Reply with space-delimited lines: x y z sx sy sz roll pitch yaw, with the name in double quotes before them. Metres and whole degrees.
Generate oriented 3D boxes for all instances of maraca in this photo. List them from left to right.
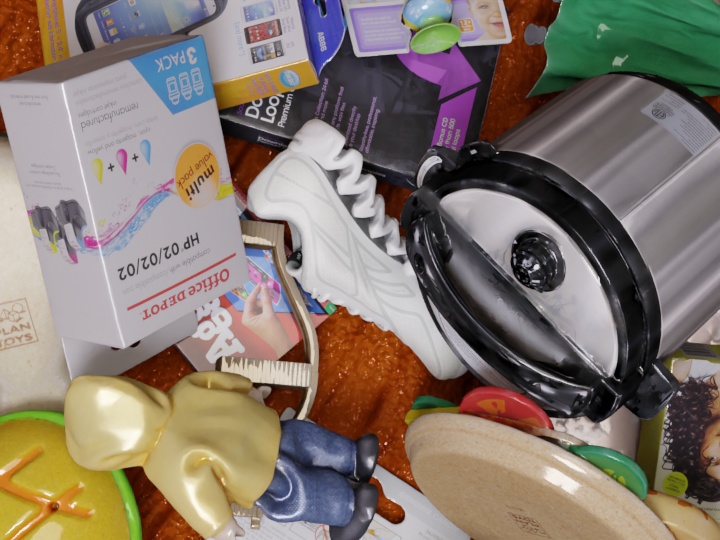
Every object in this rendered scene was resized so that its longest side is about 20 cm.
"maraca" -0.198 0.188 0.871 0.136 0.107 0.202 -11 87 14

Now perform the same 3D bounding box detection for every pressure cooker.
"pressure cooker" 0.128 -0.012 0.856 0.199 0.175 0.180 -36 121 -35

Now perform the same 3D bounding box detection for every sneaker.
"sneaker" 0.000 0.000 0.925 0.081 0.075 0.201 -40 107 -11

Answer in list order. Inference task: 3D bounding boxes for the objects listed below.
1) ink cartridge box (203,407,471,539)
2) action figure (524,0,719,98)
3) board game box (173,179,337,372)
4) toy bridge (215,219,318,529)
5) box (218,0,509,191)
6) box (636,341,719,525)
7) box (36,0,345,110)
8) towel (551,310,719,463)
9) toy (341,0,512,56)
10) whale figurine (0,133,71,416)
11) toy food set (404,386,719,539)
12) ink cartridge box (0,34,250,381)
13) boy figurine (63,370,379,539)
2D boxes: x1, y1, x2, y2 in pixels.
"ink cartridge box" -0.038 0.219 0.934 0.161 0.050 0.201 33 62 -3
"action figure" 0.215 -0.167 0.988 0.198 0.055 0.119 7 119 -24
"board game box" -0.117 -0.018 0.954 0.103 0.019 0.200 -40 90 -10
"toy bridge" -0.062 0.069 0.925 0.066 0.027 0.202 6 79 -14
"box" -0.007 -0.142 0.969 0.198 0.036 0.144 15 74 -4
"box" 0.220 0.151 0.933 0.074 0.050 0.202 4 102 -5
"box" -0.113 -0.164 0.924 0.198 0.042 0.120 -15 70 8
"towel" 0.213 0.052 0.985 0.189 0.032 0.202 10 81 -6
"toy" 0.033 -0.248 0.965 0.114 0.047 0.202 -8 73 -14
"whale figurine" -0.226 0.009 0.908 0.157 0.104 0.202 -15 109 -6
"toy food set" 0.116 0.140 0.878 0.198 0.199 0.049 42 64 -22
"ink cartridge box" -0.136 -0.031 0.850 0.115 0.067 0.202 -29 117 -44
"boy figurine" -0.086 0.115 0.850 0.198 0.065 0.125 16 44 -17
